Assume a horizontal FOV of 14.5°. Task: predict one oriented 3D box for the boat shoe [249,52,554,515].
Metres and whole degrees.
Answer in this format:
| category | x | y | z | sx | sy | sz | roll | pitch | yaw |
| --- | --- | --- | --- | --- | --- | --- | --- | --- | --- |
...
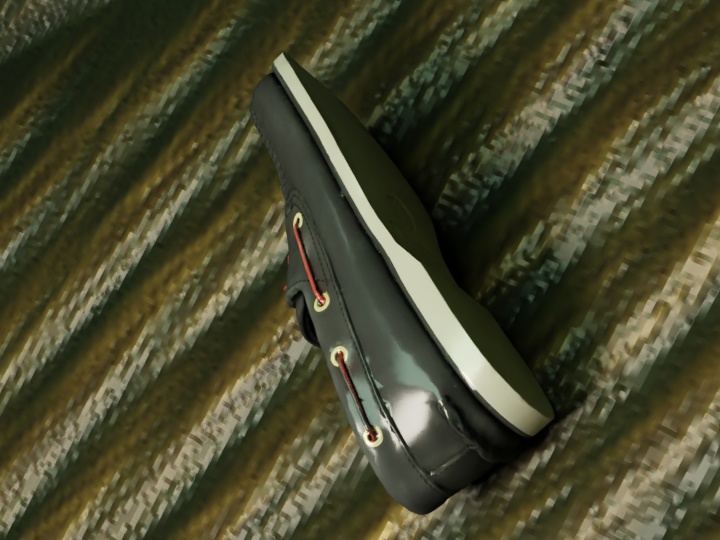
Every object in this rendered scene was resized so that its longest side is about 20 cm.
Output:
| category | x | y | z | sx | sy | sz | roll | pitch | yaw |
| --- | --- | --- | --- | --- | --- | --- | --- | --- | --- |
| boat shoe | -0.002 | -0.001 | 1.005 | 0.063 | 0.074 | 0.202 | -40 | 48 | 13 |
